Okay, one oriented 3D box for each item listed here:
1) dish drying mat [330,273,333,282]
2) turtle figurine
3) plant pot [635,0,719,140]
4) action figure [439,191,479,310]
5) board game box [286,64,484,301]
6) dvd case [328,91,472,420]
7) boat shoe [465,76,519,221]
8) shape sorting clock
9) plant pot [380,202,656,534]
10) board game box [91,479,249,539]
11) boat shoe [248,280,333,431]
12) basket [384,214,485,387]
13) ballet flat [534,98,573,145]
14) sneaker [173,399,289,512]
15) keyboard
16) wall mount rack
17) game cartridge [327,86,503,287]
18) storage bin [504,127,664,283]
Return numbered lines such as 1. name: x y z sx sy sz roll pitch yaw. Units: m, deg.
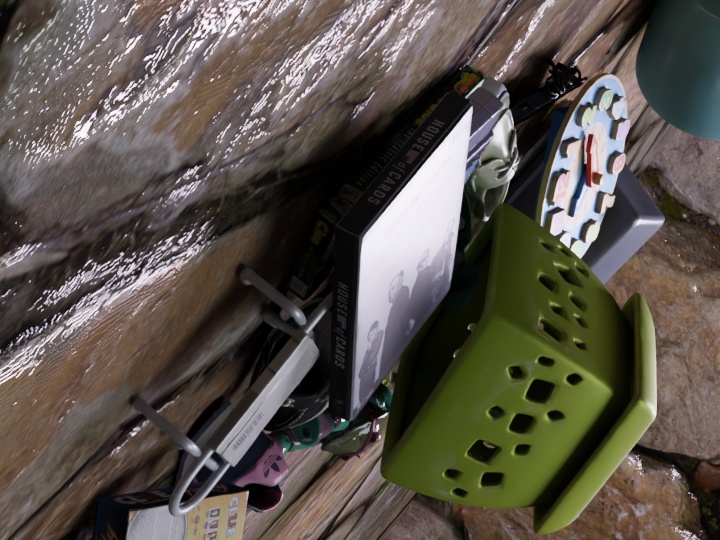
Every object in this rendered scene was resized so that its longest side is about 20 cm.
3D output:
1. dish drying mat: 0.000 0.000 1.518 0.077 0.018 0.200 -47 169 -21
2. turtle figurine: -0.021 0.120 1.597 0.150 0.101 0.200 -48 166 29
3. plant pot: 0.420 -0.275 2.018 0.201 0.200 0.161 -48 158 -25
4. action figure: 0.051 -0.008 1.567 0.200 0.054 0.119 140 -45 -72
5. board game box: 0.020 -0.068 1.362 0.200 0.023 0.105 -46 171 -34
6. dvd case: 0.026 -0.007 1.244 0.150 0.025 0.200 -51 157 -35
7. boat shoe: 0.108 -0.103 1.523 0.072 0.062 0.200 -50 170 -14
8. shape sorting clock: 0.217 -0.092 1.726 0.200 0.039 0.201 -39 139 -44
9. plant pot: 0.146 0.096 1.546 0.200 0.181 0.199 -57 -170 30
10. board game box: -0.151 0.263 1.331 0.135 0.035 0.201 0 101 -54
11. boat shoe: -0.043 0.071 1.375 0.060 0.074 0.200 -36 175 -45
12. basket: 0.097 0.030 1.775 0.200 0.123 0.136 -42 166 -45
13. ballet flat: 0.213 -0.143 1.955 0.067 0.046 0.200 -33 163 -4
14. sneaker: -0.107 0.181 1.480 0.070 0.082 0.200 -48 170 -23
15. keyboard: 0.160 -0.167 1.667 0.104 0.040 0.200 -32 -179 22
16. wall mount rack: -0.086 0.078 1.253 0.200 0.074 0.174 -51 167 -8
17. game cartridge: 0.037 -0.042 1.378 0.130 0.038 0.200 -38 165 -42
18. storage bin: 0.223 -0.048 1.907 0.200 0.134 0.145 -47 158 24
